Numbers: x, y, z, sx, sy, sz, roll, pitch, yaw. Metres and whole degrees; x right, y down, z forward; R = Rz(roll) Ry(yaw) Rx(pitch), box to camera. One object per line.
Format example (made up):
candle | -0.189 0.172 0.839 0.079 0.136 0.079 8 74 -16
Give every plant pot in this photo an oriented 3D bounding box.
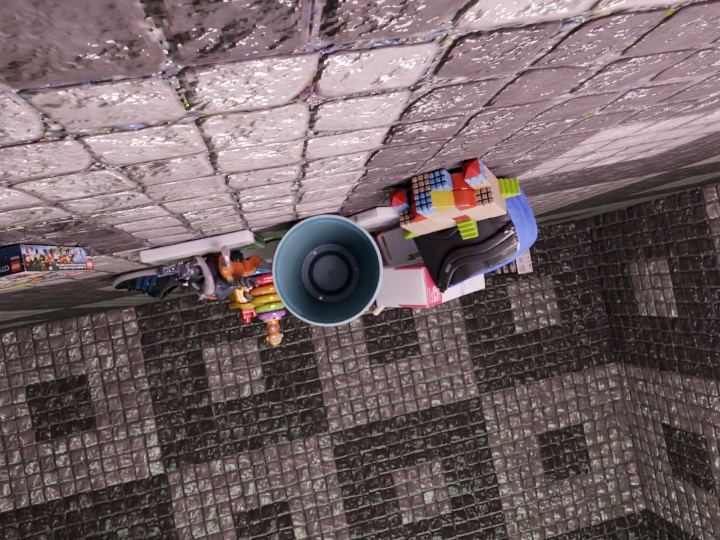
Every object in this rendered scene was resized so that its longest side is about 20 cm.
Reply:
plant pot | -0.060 0.003 1.033 0.199 0.201 0.188 -11 178 -1

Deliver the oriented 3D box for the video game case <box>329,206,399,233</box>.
video game case | 0.032 -0.105 1.115 0.182 0.024 0.200 -13 178 42

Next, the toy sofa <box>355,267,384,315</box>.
toy sofa | 0.000 0.000 1.192 0.083 0.200 0.097 -49 166 34

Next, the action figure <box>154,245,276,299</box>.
action figure | -0.274 0.013 0.998 0.200 0.105 0.193 -14 171 -45

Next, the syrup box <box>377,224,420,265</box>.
syrup box | 0.147 -0.081 1.183 0.199 0.082 0.079 -20 -173 19

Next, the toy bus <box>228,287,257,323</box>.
toy bus | -0.380 0.078 1.753 0.135 0.193 0.200 -9 176 -27

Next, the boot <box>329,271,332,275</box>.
boot | -0.105 -0.015 1.394 0.070 0.132 0.200 -11 179 -34

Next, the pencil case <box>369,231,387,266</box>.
pencil case | 0.041 -0.013 1.273 0.094 0.200 0.091 -36 171 28

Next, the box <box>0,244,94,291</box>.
box | -0.514 0.003 0.748 0.199 0.038 0.137 -12 178 9

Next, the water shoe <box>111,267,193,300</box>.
water shoe | -0.511 0.037 1.282 0.199 0.079 0.072 -11 178 4

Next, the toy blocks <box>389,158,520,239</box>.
toy blocks | 0.126 -0.107 0.792 0.199 0.100 0.137 -13 166 28

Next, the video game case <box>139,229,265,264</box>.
video game case | -0.299 -0.042 1.026 0.199 0.023 0.182 -12 178 -1

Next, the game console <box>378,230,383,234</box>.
game console | 0.110 -0.116 1.439 0.199 0.119 0.173 -12 -150 35

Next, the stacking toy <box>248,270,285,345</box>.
stacking toy | -0.226 0.087 1.292 0.116 0.201 0.110 -8 177 -34

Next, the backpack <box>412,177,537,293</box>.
backpack | 0.216 -0.082 0.960 0.168 0.163 0.200 -30 -179 -43

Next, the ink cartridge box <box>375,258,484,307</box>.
ink cartridge box | 0.145 0.018 1.102 0.199 0.086 0.147 -11 -175 -42

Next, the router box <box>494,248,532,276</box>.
router box | 0.441 -0.086 1.565 0.051 0.201 0.149 -8 179 -12

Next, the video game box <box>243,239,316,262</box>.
video game box | -0.211 -0.041 1.306 0.199 0.047 0.182 -12 176 36
